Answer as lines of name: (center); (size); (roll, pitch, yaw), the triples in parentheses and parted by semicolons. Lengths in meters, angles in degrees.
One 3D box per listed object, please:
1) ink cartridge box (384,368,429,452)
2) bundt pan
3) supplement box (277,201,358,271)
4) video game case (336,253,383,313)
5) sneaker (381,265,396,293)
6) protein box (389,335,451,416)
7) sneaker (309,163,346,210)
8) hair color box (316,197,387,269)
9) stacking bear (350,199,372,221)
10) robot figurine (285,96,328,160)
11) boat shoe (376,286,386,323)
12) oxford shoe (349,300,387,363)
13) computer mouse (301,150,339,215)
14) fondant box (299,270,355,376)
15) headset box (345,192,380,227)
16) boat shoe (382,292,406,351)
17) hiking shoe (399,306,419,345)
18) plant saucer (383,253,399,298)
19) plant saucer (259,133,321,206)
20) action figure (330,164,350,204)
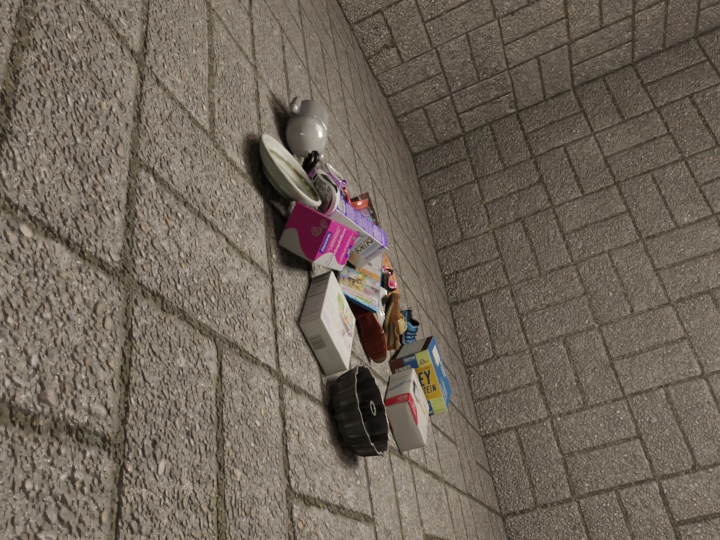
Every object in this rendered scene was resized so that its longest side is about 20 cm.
ink cartridge box: (0.137, 0.401, 1.713); (0.201, 0.083, 0.151); (-61, 131, -69)
bundt pan: (-0.004, 0.316, 1.305); (0.202, 0.074, 0.208); (-20, 91, -76)
supplement box: (-0.091, -0.072, 1.334); (0.104, 0.101, 0.199); (-64, 161, 3)
video game case: (0.000, 0.000, 1.619); (0.141, 0.018, 0.205); (29, 51, -30)
sneaker: (0.056, 0.001, 1.882); (0.080, 0.093, 0.202); (-88, 154, -51)
protein box: (0.200, 0.346, 1.913); (0.200, 0.131, 0.205); (-25, 96, -75)
sneaker: (-0.077, -0.185, 1.570); (0.073, 0.111, 0.205); (-81, 151, -64)
hair color box: (-0.031, -0.097, 1.526); (0.198, 0.108, 0.066); (35, 35, -33)
stacking bear: (-0.010, -0.095, 1.729); (0.121, 0.110, 0.207); (-65, 143, -86)
robot figurine: (-0.141, -0.376, 1.562); (0.171, 0.110, 0.203); (56, 21, -33)
boat shoe: (0.047, 0.072, 1.725); (0.075, 0.063, 0.204); (99, -20, -48)
oxford shoe: (0.030, 0.156, 1.646); (0.075, 0.068, 0.206); (-31, 104, -81)
computer mouse: (-0.095, -0.200, 1.422); (0.043, 0.112, 0.201); (5, 35, -37)
fondant box: (-0.071, 0.116, 1.337); (0.202, 0.057, 0.147); (-79, 148, -61)
headset box: (0.001, -0.164, 1.910); (0.200, 0.073, 0.153); (-44, 115, -74)
boat shoe: (0.102, 0.155, 1.741); (0.077, 0.071, 0.205); (-81, 180, -53)
hiking shoe: (0.176, 0.219, 2.075); (0.076, 0.084, 0.202); (-93, 159, -48)
plant saucer: (0.088, 0.030, 2.077); (0.200, 0.036, 0.206); (-20, 91, -77)
plant saucer: (-0.169, -0.212, 1.322); (0.201, 0.050, 0.201); (49, 12, -14)
action figure: (-0.068, -0.208, 1.648); (0.204, 0.064, 0.052); (64, -23, 23)
